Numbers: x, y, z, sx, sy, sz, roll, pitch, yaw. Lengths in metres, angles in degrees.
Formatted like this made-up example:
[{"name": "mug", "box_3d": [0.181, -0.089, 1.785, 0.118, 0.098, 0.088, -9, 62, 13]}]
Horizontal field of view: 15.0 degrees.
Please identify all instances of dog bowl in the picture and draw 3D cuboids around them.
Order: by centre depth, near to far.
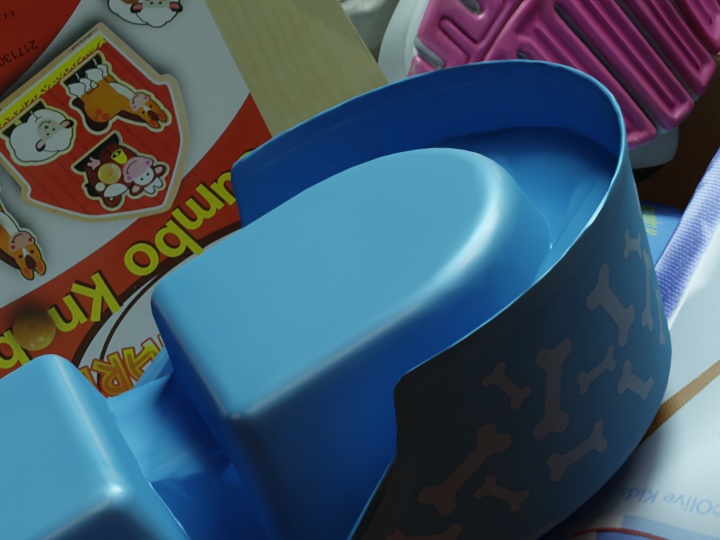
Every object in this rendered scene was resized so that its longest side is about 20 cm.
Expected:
[{"name": "dog bowl", "box_3d": [-0.031, 0.037, 0.500, 0.200, 0.050, 0.111, -33, 27, -4]}]

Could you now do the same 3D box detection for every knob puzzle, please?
[{"name": "knob puzzle", "box_3d": [-0.065, 0.019, 0.582, 0.219, 0.220, 0.030, 10, -22, 2]}]

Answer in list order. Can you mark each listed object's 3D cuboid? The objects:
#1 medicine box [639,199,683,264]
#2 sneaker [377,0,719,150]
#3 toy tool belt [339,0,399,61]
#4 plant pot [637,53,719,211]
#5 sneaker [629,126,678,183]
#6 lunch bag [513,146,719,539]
[{"name": "medicine box", "box_3d": [-0.019, 0.027, 0.704, 0.200, 0.103, 0.182, 11, 10, 4]}, {"name": "sneaker", "box_3d": [0.061, -0.082, 0.797, 0.088, 0.081, 0.200, -23, 14, 45]}, {"name": "toy tool belt", "box_3d": [-0.042, -0.115, 0.924, 0.125, 0.123, 0.200, -7, 56, -6]}, {"name": "plant pot", "box_3d": [0.079, -0.014, 0.921, 0.200, 0.140, 0.200, 8, 10, -1]}, {"name": "sneaker", "box_3d": [0.000, 0.000, 0.829, 0.200, 0.099, 0.071, -7, 17, 4]}, {"name": "lunch bag", "box_3d": [0.141, 0.041, 0.551, 0.170, 0.124, 0.200, 13, 47, 20]}]
